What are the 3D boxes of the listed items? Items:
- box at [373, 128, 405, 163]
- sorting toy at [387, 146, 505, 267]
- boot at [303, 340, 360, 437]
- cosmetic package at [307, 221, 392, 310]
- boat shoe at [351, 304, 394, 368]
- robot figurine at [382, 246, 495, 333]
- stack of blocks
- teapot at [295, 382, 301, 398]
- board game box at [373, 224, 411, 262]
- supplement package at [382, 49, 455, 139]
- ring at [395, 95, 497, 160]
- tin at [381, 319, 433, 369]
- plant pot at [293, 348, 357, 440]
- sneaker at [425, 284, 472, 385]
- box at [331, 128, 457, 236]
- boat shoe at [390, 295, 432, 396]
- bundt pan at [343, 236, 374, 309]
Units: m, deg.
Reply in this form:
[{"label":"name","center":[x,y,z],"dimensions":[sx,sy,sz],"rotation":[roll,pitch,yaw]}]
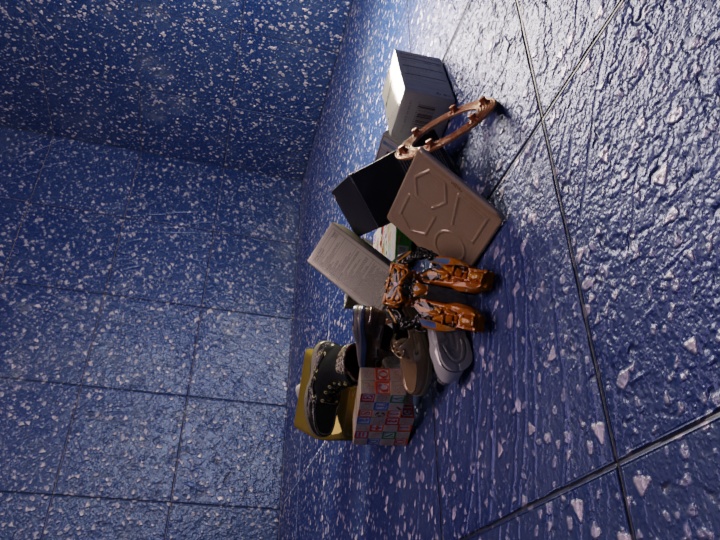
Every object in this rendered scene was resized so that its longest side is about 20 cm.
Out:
[{"label":"box","center":[0.082,-0.257,1.507],"dimensions":[0.117,0.060,0.201],"rotation":[-46,-17,-37]},{"label":"sorting toy","center":[0.143,-0.094,1.091],"dimensions":[0.036,0.185,0.201],"rotation":[-38,-17,-33]},{"label":"boot","center":[-0.053,0.245,1.311],"dimensions":[0.153,0.073,0.206],"rotation":[-15,69,60]},{"label":"cosmetic package","center":[0.000,0.000,1.299],"dimensions":[0.104,0.200,0.073],"rotation":[-55,-24,11]},{"label":"boat shoe","center":[0.031,0.138,1.198],"dimensions":[0.201,0.072,0.073],"rotation":[76,-160,-55]},{"label":"robot figurine","center":[0.118,0.034,1.050],"dimensions":[0.199,0.058,0.146],"rotation":[9,85,36]},{"label":"stack of blocks","center":[0.048,0.273,1.255],"dimensions":[0.201,0.114,0.059],"rotation":[96,174,-48]},{"label":"teapot","center":[-0.079,0.350,1.783],"dimensions":[0.147,0.196,0.200],"rotation":[61,-164,3]},{"label":"board game box","center":[0.073,-0.057,1.529],"dimensions":[0.200,0.040,0.154],"rotation":[126,150,-65]},{"label":"supplement package","center":[0.124,-0.388,1.412],"dimensions":[0.201,0.116,0.118],"rotation":[-95,17,-48]},{"label":"ring","center":[0.147,-0.256,1.123],"dimensions":[0.019,0.200,0.201],"rotation":[57,-179,-20]},{"label":"tin","center":[0.094,0.143,1.230],"dimensions":[0.200,0.042,0.113],"rotation":[-24,80,55]},{"label":"plant pot","center":[-0.021,0.303,1.473],"dimensions":[0.200,0.194,0.196],"rotation":[12,94,65]},{"label":"sneaker","center":[0.144,0.100,1.116],"dimensions":[0.081,0.076,0.201],"rotation":[103,170,-55]},{"label":"box","center":[0.065,-0.170,1.295],"dimensions":[0.124,0.197,0.200],"rotation":[61,168,-4]},{"label":"boat shoe","center":[0.083,0.132,1.153],"dimensions":[0.071,0.064,0.202],"rotation":[-1,95,56]},{"label":"bundt pan","center":[0.013,0.015,1.697],"dimensions":[0.202,0.075,0.204],"rotation":[-166,90,-86]}]
